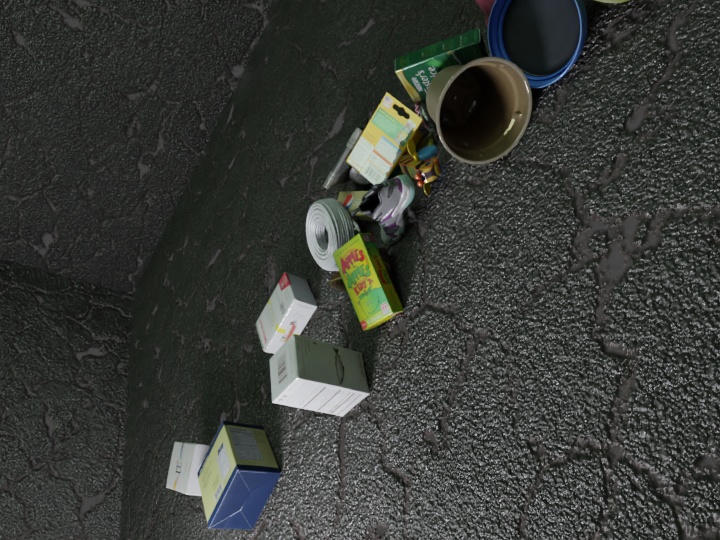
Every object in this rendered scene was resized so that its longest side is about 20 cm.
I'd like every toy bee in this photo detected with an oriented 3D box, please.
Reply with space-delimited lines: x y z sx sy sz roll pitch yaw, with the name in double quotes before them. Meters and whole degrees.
"toy bee" 0.143 -0.237 1.183 0.108 0.132 0.199 -40 8 -25

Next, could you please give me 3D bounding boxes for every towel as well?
"towel" 0.118 -0.275 1.348 0.199 0.018 0.087 -23 50 50
"towel" -0.011 -0.310 1.437 0.194 0.034 0.200 -56 -9 26

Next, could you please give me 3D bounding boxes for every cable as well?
"cable" -0.084 -0.095 1.439 0.201 0.068 0.201 58 144 30

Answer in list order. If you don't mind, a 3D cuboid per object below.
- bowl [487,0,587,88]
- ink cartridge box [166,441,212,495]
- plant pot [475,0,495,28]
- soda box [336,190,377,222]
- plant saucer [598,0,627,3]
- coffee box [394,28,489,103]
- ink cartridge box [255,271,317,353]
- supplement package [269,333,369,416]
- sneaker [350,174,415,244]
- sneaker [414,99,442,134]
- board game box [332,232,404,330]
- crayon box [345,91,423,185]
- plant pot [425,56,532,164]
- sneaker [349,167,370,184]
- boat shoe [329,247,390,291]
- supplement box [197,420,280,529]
"bowl" 0.336 -0.456 1.000 0.200 0.039 0.203 33 137 36
"ink cartridge box" -0.505 0.629 1.662 0.199 0.146 0.147 -19 58 50
"plant pot" 0.308 -0.605 1.077 0.199 0.177 0.202 -36 41 40
"soda box" 0.008 -0.172 1.409 0.199 0.063 0.069 12 83 58
"plant saucer" 0.404 -0.522 0.917 0.031 0.197 0.202 109 158 -51
"coffee box" 0.189 -0.455 1.181 0.197 0.123 0.045 -9 65 25
"ink cartridge box" -0.225 0.132 1.572 0.201 0.083 0.146 -57 35 19
"supplement package" -0.096 0.246 1.216 0.117 0.198 0.118 -46 40 32
"sneaker" 0.039 -0.133 1.226 0.078 0.138 0.202 56 149 36
"sneaker" 0.190 -0.430 1.280 0.094 0.079 0.203 -16 61 38
"board game box" 0.015 0.026 1.230 0.101 0.047 0.202 -34 73 37
"crayon box" 0.066 -0.319 1.306 0.126 0.051 0.201 42 114 18
"plant pot" 0.224 -0.348 1.092 0.202 0.198 0.184 -57 24 18
"sneaker" 0.050 -0.314 1.411 0.199 0.078 0.100 -36 27 25
"boat shoe" 0.000 0.000 1.331 0.199 0.072 0.069 -23 49 41
"supplement box" -0.347 0.572 1.472 0.202 0.133 0.200 -62 34 12
